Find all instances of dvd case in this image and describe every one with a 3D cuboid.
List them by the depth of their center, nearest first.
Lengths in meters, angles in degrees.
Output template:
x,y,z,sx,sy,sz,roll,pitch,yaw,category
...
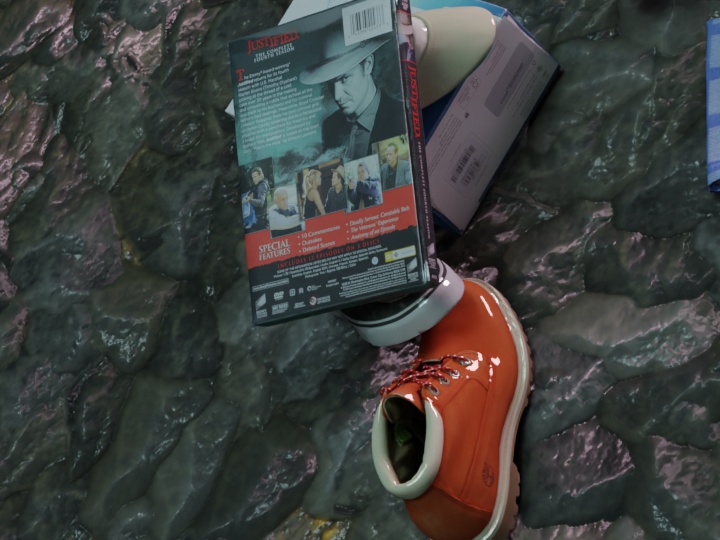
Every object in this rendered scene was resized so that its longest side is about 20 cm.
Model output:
x,y,z,sx,sy,sz,roll,pitch,yaw,category
-0.020,-0.073,1.447,0.146,0.022,0.201,-15,76,34,dvd case

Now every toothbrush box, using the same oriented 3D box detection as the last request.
x,y,z,sx,sy,sz,roll,pitch,yaw,category
0.021,-0.132,1.586,0.200,0.085,0.147,24,80,42,toothbrush box

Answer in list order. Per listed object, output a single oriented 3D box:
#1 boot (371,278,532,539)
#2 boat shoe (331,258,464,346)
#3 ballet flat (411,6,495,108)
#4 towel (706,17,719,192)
x,y,z,sx,sy,sz,roll,pitch,yaw,category
0.055,0.078,1.416,0.075,0.107,0.200,-19,51,30,boot
0.000,0.000,1.487,0.071,0.064,0.200,-44,23,-14,boat shoe
-0.001,-0.129,1.497,0.200,0.069,0.070,-31,48,21,ballet flat
0.314,-0.131,1.411,0.200,0.024,0.147,-13,55,30,towel
